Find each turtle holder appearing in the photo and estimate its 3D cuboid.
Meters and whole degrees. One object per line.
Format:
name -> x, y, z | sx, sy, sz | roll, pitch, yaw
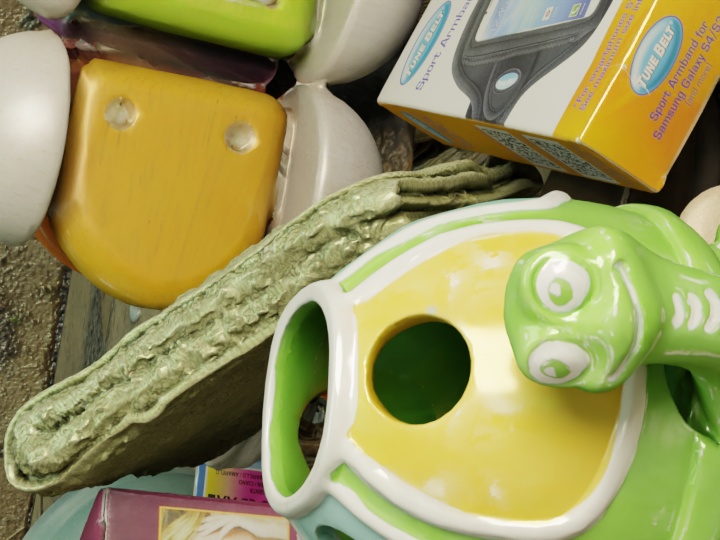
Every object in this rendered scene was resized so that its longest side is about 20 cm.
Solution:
turtle holder -> 0.048, 0.047, 0.693 | 0.185, 0.131, 0.141 | -146, 65, -72

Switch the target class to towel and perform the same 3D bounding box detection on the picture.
towel -> -0.030, 0.020, 0.897 | 0.200, 0.148, 0.037 | -37, 76, 22

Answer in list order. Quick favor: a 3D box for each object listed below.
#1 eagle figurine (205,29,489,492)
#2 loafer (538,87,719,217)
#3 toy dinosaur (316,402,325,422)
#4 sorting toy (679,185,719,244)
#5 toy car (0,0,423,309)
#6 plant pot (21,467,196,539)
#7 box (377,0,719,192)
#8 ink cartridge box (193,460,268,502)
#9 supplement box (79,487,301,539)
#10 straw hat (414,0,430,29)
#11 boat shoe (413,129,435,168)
eagle figurine -> 0.008, 0.000, 1.071 | 0.152, 0.151, 0.200 | 130, 139, -64
loafer -> 0.087, -0.007, 0.849 | 0.073, 0.071, 0.200 | 118, 155, -61
toy dinosaur -> 0.002, 0.043, 1.194 | 0.058, 0.200, 0.101 | -49, 67, 25
sorting toy -> 0.139, 0.062, 0.678 | 0.200, 0.036, 0.186 | 175, 101, -73
toy car -> -0.080, -0.087, 0.965 | 0.150, 0.175, 0.201 | -167, 88, -69
plant pot -> -0.090, 0.216, 1.339 | 0.134, 0.200, 0.201 | 6, 90, 52
box -> 0.074, -0.098, 0.859 | 0.119, 0.041, 0.200 | -62, 25, -4
ink cartridge box -> -0.038, 0.190, 1.208 | 0.136, 0.076, 0.201 | 3, -85, -74
supplement box -> -0.013, 0.170, 0.919 | 0.103, 0.199, 0.131 | 116, 158, -56
straw hat -> 0.037, -0.158, 1.112 | 0.201, 0.085, 0.201 | -157, 90, -82
boat shoe -> 0.015, -0.081, 1.264 | 0.065, 0.071, 0.200 | 63, 166, -14
